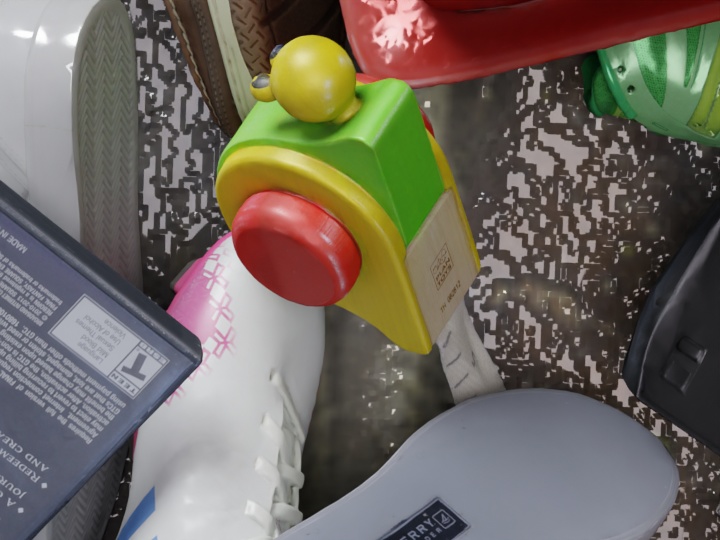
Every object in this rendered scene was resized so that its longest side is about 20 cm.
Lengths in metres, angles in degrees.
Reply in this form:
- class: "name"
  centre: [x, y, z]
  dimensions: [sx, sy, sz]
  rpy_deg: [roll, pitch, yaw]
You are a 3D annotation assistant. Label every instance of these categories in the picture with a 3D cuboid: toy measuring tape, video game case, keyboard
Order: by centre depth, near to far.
- class: "video game case"
  centre: [-0.166, 0.051, 0.811]
  dimensions: [0.143, 0.019, 0.200]
  rpy_deg: [39, 106, -19]
- class: "toy measuring tape"
  centre: [0.000, 0.000, 0.847]
  dimensions: [0.073, 0.074, 0.200]
  rpy_deg: [-22, 136, -2]
- class: "keyboard"
  centre: [0.163, 0.063, 0.899]
  dimensions: [0.200, 0.040, 0.104]
  rpy_deg: [34, 86, -21]

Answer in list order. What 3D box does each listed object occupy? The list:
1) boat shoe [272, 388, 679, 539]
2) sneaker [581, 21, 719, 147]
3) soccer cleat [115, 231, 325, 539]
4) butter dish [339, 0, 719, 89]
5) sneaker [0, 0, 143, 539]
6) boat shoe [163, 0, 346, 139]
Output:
- class: "boat shoe"
  centre: [0.021, 0.095, 0.824]
  dimensions: [0.074, 0.199, 0.066]
  rpy_deg: [45, 131, 25]
- class: "sneaker"
  centre: [0.115, -0.070, 0.871]
  dimensions: [0.084, 0.074, 0.200]
  rpy_deg: [-44, 90, 9]
- class: "soccer cleat"
  centre: [-0.041, 0.086, 0.850]
  dimensions: [0.070, 0.086, 0.201]
  rpy_deg: [25, 83, -46]
- class: "butter dish"
  centre: [0.052, -0.173, 0.765]
  dimensions: [0.199, 0.148, 0.201]
  rpy_deg: [-12, 76, 25]
- class: "sneaker"
  centre: [-0.134, 0.003, 0.864]
  dimensions: [0.115, 0.074, 0.201]
  rpy_deg: [8, 108, 15]
- class: "boat shoe"
  centre: [-0.057, -0.138, 0.855]
  dimensions: [0.074, 0.075, 0.203]
  rpy_deg: [-1, 105, 28]
